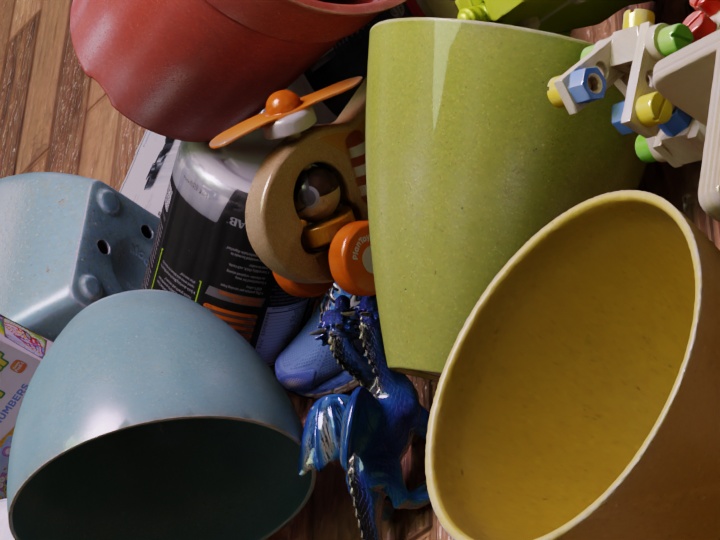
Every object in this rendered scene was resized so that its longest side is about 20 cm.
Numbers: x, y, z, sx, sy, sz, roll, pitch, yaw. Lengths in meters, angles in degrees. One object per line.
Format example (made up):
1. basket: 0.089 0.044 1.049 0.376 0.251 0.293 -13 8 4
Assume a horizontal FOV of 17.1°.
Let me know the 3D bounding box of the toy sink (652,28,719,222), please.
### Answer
1. toy sink: 0.251 -0.064 1.214 0.200 0.130 0.113 -24 45 47

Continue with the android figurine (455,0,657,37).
1. android figurine: 0.141 -0.178 1.459 0.182 0.199 0.041 -30 81 44

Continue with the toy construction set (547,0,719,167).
1. toy construction set: 0.197 -0.143 1.364 0.201 0.131 0.092 -59 27 -13

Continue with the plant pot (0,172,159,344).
1. plant pot: -0.229 0.037 1.851 0.200 0.196 0.197 -30 40 37

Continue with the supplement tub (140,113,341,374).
1. supplement tub: -0.088 0.002 1.671 0.123 0.122 0.201 -106 29 -54

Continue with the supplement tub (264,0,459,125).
1. supplement tub: 0.030 -0.170 1.664 0.200 0.140 0.141 -31 40 43

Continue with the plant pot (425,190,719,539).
1. plant pot: 0.151 0.081 1.230 0.200 0.142 0.201 -40 34 33

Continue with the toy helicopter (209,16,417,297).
1. toy helicopter: -0.011 -0.086 1.518 0.079 0.132 0.201 -2 51 52

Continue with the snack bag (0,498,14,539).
1. snack bag: -0.172 0.202 1.647 0.188 0.021 0.200 -14 38 -5

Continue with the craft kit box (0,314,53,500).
1. craft kit box: -0.251 0.147 1.772 0.200 0.197 0.049 -51 28 18

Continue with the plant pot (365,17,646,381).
1. plant pot: 0.079 -0.031 1.445 0.187 0.186 0.201 2 81 59

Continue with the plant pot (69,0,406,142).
1. plant pot: -0.084 -0.196 1.562 0.195 0.200 0.202 -44 30 46

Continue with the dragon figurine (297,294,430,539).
1. dragon figurine: 0.000 0.108 1.498 0.059 0.099 0.201 -16 51 53

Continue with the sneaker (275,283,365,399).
1. sneaker: 0.000 0.000 1.609 0.200 0.089 0.079 -51 28 20

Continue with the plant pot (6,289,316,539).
1. plant pot: -0.139 0.094 1.570 0.200 0.199 0.135 -40 48 33

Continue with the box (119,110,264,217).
1. box: -0.118 -0.072 1.901 0.200 0.060 0.117 -2 63 58
